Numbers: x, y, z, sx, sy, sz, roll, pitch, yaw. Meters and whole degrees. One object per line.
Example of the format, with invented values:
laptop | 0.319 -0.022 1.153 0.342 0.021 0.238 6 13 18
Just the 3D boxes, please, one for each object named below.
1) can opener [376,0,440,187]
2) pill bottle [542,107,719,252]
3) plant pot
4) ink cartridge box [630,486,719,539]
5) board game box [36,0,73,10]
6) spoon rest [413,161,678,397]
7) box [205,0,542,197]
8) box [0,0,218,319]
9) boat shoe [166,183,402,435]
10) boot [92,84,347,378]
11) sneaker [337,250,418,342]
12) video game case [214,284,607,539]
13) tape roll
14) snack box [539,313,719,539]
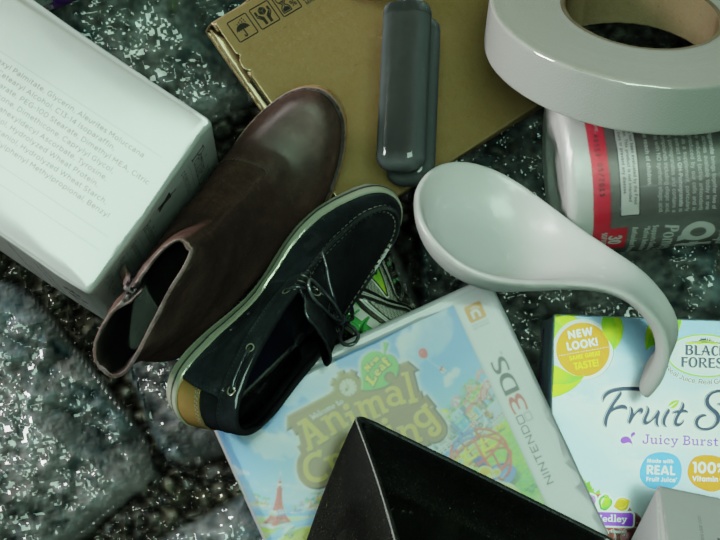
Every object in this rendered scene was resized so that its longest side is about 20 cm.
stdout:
can opener | 0.022 -0.152 1.554 0.066 0.053 0.200 -7 70 15
pill bottle | 0.225 -0.072 1.575 0.200 0.111 0.111 -5 84 -4
plant pot | 0.051 0.236 1.396 0.199 0.200 0.178 27 104 -17
ink cartridge box | 0.258 0.228 1.510 0.200 0.146 0.084 13 38 -10
board game box | -0.151 -0.259 1.577 0.200 0.103 0.105 -24 86 -6
spoon rest | 0.121 -0.002 1.506 0.200 0.061 0.099 34 42 -7
box | 0.022 -0.141 1.583 0.200 0.021 0.164 -33 85 -25
box | -0.205 -0.080 1.504 0.200 0.199 0.131 34 84 3
boat shoe | -0.035 0.027 1.479 0.062 0.075 0.200 25 62 39
boot | -0.082 -0.023 1.457 0.072 0.166 0.200 36 100 3
sneaker | 0.000 0.000 1.570 0.200 0.078 0.085 43 82 2
video game case | 0.029 0.127 1.504 0.200 0.022 0.182 -24 84 -7
tape roll | 0.180 -0.152 1.549 0.202 0.203 0.037 4 123 -3
snack box | 0.218 0.116 1.576 0.200 0.068 0.169 3 84 -4
